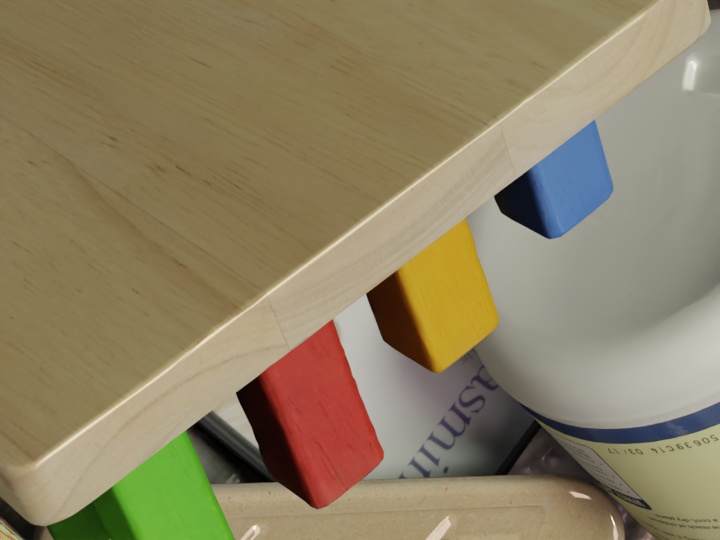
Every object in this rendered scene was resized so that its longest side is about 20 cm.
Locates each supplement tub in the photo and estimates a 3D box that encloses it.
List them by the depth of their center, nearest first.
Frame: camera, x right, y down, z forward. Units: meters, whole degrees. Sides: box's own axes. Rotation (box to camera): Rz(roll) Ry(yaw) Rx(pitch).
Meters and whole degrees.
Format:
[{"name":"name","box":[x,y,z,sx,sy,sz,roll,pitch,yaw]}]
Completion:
[{"name":"supplement tub","box":[0.138,0.029,0.766,0.145,0.145,0.200,-52,128,-9]}]

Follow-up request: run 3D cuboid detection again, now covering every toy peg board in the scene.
[{"name":"toy peg board","box":[-0.042,-0.017,0.615,0.199,0.200,0.098,-37,132,-20]}]

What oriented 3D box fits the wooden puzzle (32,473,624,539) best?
[{"name":"wooden puzzle","box":[-0.029,0.142,0.766,0.200,0.046,0.186,4,113,-32]}]

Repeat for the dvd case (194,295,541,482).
[{"name":"dvd case","box":[0.000,0.000,0.761,0.143,0.018,0.200,-54,129,-8]}]

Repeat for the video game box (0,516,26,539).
[{"name":"video game box","box":[-0.149,0.032,0.561,0.047,0.182,0.200,-51,127,-10]}]
